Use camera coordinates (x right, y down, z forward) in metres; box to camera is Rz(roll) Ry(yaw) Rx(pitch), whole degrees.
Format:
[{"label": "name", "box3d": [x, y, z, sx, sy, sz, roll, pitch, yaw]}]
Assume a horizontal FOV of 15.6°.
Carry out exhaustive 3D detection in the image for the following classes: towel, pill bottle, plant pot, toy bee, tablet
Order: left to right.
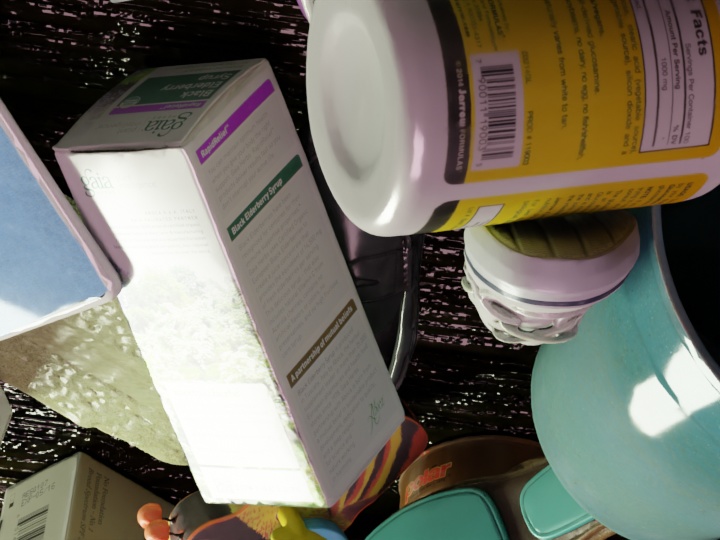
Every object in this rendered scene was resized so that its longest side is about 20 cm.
[{"label": "tablet", "box3d": [-0.204, -0.055, 1.203, 0.130, 0.014, 0.201, -19, 111, 37]}, {"label": "towel", "box3d": [-0.137, 0.025, 1.345, 0.199, 0.037, 0.148, 30, 142, -16]}, {"label": "toy bee", "box3d": [-0.057, 0.139, 1.403, 0.108, 0.201, 0.131, 31, 170, -29]}, {"label": "pill bottle", "box3d": [0.087, -0.079, 1.063, 0.199, 0.113, 0.113, -7, 148, -22]}, {"label": "plant pot", "box3d": [0.176, 0.037, 1.216, 0.199, 0.201, 0.188, 18, 148, -17]}]

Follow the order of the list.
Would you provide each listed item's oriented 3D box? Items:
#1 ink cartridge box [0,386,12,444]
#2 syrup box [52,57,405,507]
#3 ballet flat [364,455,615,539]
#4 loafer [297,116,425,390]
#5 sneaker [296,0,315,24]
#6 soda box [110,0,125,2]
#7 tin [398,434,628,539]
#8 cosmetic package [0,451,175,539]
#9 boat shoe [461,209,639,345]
[{"label": "ink cartridge box", "box3d": [-0.295, 0.054, 1.348, 0.199, 0.083, 0.146, 7, 145, 16]}, {"label": "syrup box", "box3d": [-0.058, 0.007, 1.219, 0.078, 0.081, 0.201, -1, 121, 35]}, {"label": "ballet flat", "box3d": [0.090, 0.129, 1.363, 0.199, 0.068, 0.072, -32, 155, 28]}, {"label": "loafer", "box3d": [0.000, 0.000, 1.281, 0.068, 0.071, 0.201, 1, 143, 5]}, {"label": "sneaker", "box3d": [0.034, -0.095, 1.145, 0.099, 0.075, 0.200, -6, 143, 15]}, {"label": "soda box", "box3d": [-0.016, -0.160, 1.043, 0.199, 0.064, 0.068, -8, 165, 8]}, {"label": "tin", "box3d": [0.109, 0.157, 1.508, 0.199, 0.042, 0.112, 30, 132, -30]}, {"label": "cosmetic package", "box3d": [-0.118, 0.200, 1.536, 0.073, 0.104, 0.200, -28, 134, 37]}, {"label": "boat shoe", "box3d": [0.080, 0.001, 1.131, 0.073, 0.200, 0.067, 6, 103, 3]}]
